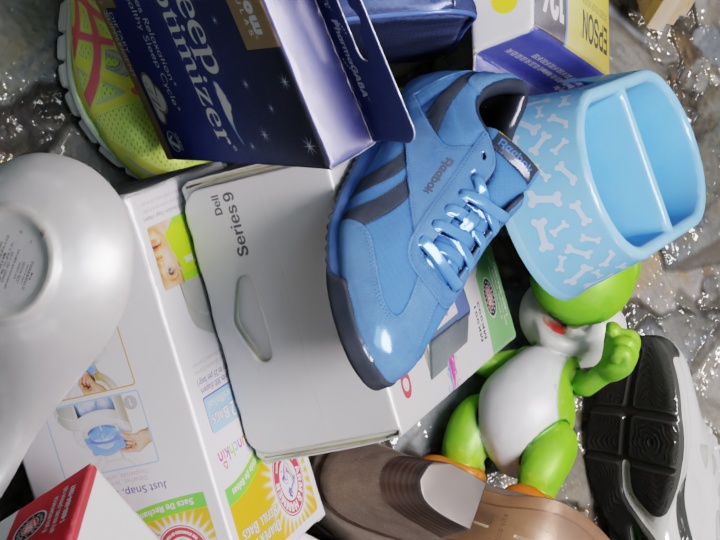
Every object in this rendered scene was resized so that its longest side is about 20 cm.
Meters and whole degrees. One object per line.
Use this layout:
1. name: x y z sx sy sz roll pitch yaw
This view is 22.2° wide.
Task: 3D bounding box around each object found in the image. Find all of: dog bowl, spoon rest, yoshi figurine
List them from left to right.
1. spoon rest: -0.168 0.042 0.850 0.200 0.099 0.061 -66 159 2
2. yoshi figurine: 0.105 0.051 1.069 0.112 0.112 0.200 34 69 -18
3. dog bowl: 0.135 -0.054 0.998 0.200 0.050 0.112 -25 96 -61

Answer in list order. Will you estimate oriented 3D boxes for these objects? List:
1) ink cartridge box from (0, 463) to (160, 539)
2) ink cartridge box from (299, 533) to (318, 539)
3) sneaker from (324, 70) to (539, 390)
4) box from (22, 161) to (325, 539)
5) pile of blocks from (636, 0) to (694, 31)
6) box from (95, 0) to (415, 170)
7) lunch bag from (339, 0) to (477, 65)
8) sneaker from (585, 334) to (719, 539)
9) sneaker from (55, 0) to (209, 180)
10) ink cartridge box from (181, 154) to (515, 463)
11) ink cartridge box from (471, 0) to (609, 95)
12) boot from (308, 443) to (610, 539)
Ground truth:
1. ink cartridge box: -0.183 0.198 0.821 0.200 0.144 0.084 -32 109 15
2. ink cartridge box: 0.003 0.235 1.012 0.200 0.067 0.117 33 66 -29
3. sneaker: 0.037 -0.029 0.857 0.066 0.078 0.200 62 29 -34
4. box: -0.107 0.059 0.921 0.112 0.101 0.200 -32 107 -67
5. pile of blocks: 0.230 -0.241 1.123 0.062 0.082 0.200 9 111 -20
6. box: -0.059 -0.107 0.836 0.032 0.200 0.121 -33 110 -27
7. lunch bag: -0.015 -0.181 0.949 0.136 0.200 0.133 -5 88 -4
8. sneaker: 0.209 0.131 1.154 0.115 0.076 0.201 -12 102 -39
9. sneaker: -0.115 -0.137 0.954 0.078 0.090 0.200 -21 99 -29
10. ink cartridge box: 0.000 0.000 0.960 0.200 0.087 0.146 -27 103 -65
11. ink cartridge box: 0.105 -0.166 1.047 0.198 0.047 0.200 5 82 -71
12. boot: 0.054 0.155 1.008 0.200 0.146 0.070 41 64 -16
